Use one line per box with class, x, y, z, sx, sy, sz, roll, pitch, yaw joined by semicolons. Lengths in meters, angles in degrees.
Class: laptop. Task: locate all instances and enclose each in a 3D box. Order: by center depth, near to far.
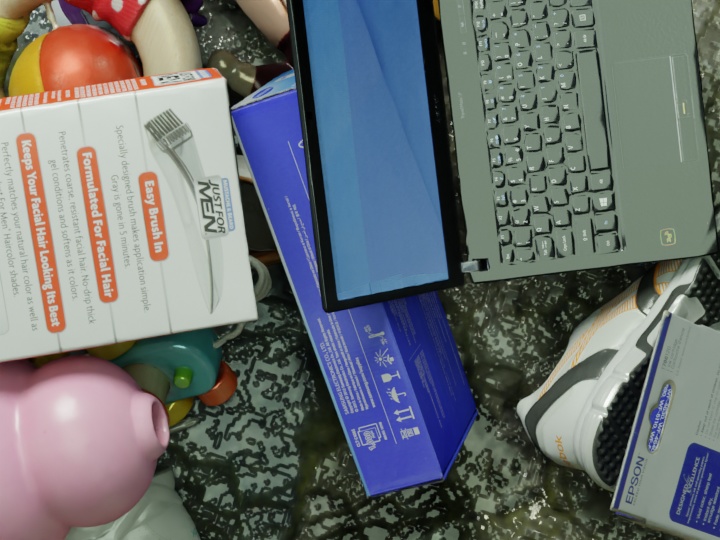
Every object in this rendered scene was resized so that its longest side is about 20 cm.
laptop;0.071;-0.082;0.870;0.198;0.103;0.179;-7;93;-1

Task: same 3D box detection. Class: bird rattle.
bird rattle;-0.137;-0.112;0.890;0.199;0.113;0.164;-19;98;7

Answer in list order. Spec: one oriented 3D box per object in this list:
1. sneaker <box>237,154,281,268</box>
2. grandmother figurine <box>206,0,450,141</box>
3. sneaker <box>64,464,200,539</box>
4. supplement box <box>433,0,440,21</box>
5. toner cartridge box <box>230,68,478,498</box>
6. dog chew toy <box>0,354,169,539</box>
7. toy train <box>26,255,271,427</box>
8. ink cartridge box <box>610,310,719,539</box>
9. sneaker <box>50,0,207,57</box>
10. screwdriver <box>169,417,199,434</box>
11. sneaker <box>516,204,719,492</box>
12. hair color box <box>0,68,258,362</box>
sneaker;-0.120;-0.036;0.933;0.198;0.085;0.073;2;103;-3
grandmother figurine;-0.025;-0.129;0.968;0.121;0.061;0.200;-36;86;-9
sneaker;-0.166;0.177;0.921;0.199;0.070;0.081;-29;95;-5
supplement box;0.025;-0.196;0.949;0.200;0.069;0.067;37;124;-11
toner cartridge box;0.000;0.000;0.911;0.043;0.095;0.201;-16;101;17
dog chew toy;-0.185;0.092;0.862;0.199;0.125;0.125;-13;85;11
toy train;-0.150;0.024;0.900;0.199;0.151;0.056;14;46;-4
ink cartridge box;0.190;0.091;0.920;0.199;0.039;0.100;23;81;-37
sneaker;-0.127;-0.209;0.949;0.087;0.074;0.201;-14;93;37
screwdriver;-0.178;0.108;0.950;0.199;0.028;0.029;-25;57;-8
sneaker;0.155;0.024;0.960;0.200;0.080;0.074;-45;119;-24
hair color box;-0.152;-0.020;0.829;0.198;0.064;0.112;-9;103;-6
